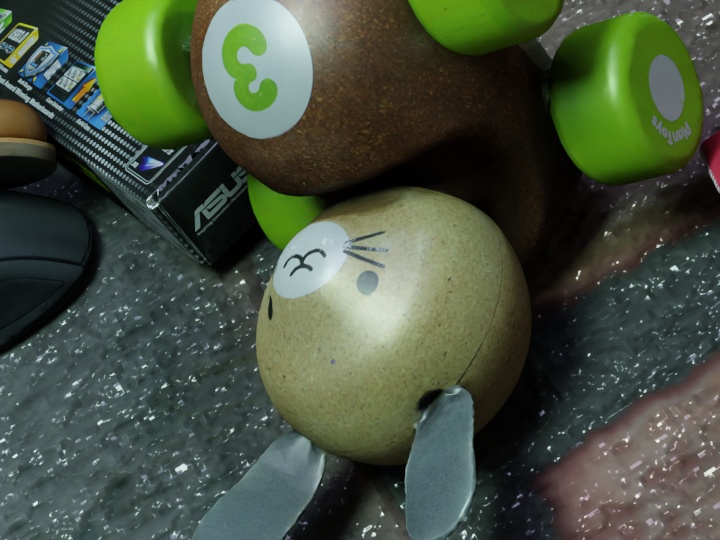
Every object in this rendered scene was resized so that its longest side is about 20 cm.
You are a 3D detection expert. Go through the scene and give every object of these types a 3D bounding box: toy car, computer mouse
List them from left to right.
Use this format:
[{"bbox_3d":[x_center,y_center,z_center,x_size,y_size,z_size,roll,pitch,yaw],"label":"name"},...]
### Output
[{"bbox_3d":[-0.192,0.038,1.021,0.199,0.046,0.141,-26,38,6],"label":"computer mouse"},{"bbox_3d":[0.000,0.000,0.873,0.164,0.158,0.201,-14,52,38],"label":"toy car"}]

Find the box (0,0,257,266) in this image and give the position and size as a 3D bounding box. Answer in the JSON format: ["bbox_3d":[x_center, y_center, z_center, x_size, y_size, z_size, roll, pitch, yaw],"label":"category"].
[{"bbox_3d":[-0.051,-0.113,1.076,0.193,0.048,0.200,-47,39,-6],"label":"box"}]

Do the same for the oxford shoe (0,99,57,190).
[{"bbox_3d":[-0.192,-0.065,1.082,0.199,0.071,0.072,6,87,44],"label":"oxford shoe"}]

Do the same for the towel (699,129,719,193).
[{"bbox_3d":[0.203,-0.068,0.847,0.200,0.023,0.145,-34,16,9],"label":"towel"}]
